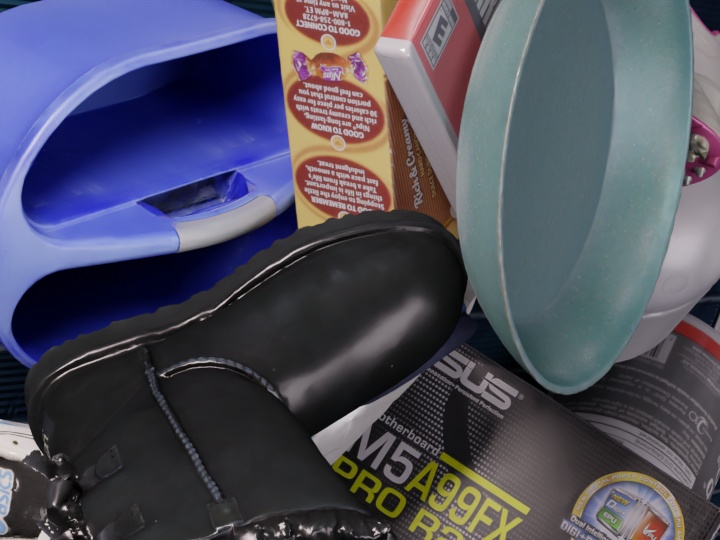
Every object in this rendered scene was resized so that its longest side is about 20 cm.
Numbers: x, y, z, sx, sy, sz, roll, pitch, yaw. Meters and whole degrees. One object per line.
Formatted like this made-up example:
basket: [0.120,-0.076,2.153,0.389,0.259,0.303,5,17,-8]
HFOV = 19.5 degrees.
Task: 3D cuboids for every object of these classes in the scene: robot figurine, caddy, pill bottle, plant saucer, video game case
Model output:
robot figurine: [0.136,-0.018,1.121,0.170,0.113,0.200,-60,177,-19]
caddy: [-0.087,-0.038,0.858,0.200,0.105,0.142,-22,132,-43]
pill bottle: [0.146,0.124,1.226,0.116,0.115,0.200,78,33,-45]
plant saucer: [0.085,-0.051,0.857,0.200,0.036,0.201,-31,126,-55]
video game case: [0.072,-0.125,0.866,0.201,0.017,0.143,-65,149,-24]

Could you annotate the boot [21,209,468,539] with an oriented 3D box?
boot: [-0.029,0.062,0.768,0.198,0.163,0.074,-21,121,-9]

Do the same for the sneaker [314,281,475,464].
sneaker: [-0.020,0.060,1.064,0.200,0.076,0.081,-39,153,-22]

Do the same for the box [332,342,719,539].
box: [0.068,0.142,1.113,0.161,0.200,0.044,-56,172,-4]

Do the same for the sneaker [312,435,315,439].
sneaker: [-0.103,0.092,0.923,0.200,0.077,0.081,-30,172,5]

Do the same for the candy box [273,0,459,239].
candy box: [0.018,-0.107,0.853,0.117,0.056,0.201,-40,133,-46]

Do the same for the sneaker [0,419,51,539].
sneaker: [-0.117,0.100,0.848,0.072,0.199,0.072,39,60,-85]

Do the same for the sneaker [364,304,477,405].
sneaker: [0.000,0.000,0.953,0.074,0.200,0.082,-29,107,2]

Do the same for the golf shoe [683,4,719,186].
golf shoe: [0.100,-0.123,0.991,0.200,0.075,0.092,40,52,-25]

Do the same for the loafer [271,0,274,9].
loafer: [0.000,-0.156,0.912,0.070,0.075,0.200,-37,140,-24]
